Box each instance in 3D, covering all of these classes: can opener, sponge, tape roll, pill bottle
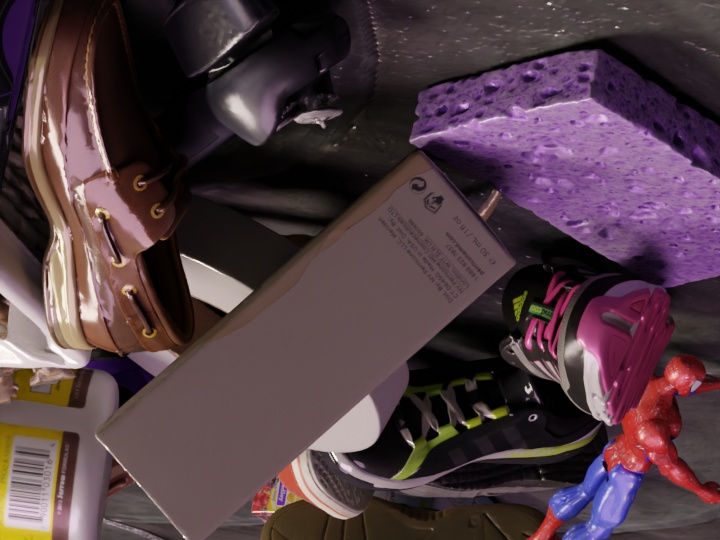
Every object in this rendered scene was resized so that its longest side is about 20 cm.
[{"bbox_3d":[-0.060,-0.080,1.069,0.063,0.079,0.200,-26,176,-24],"label":"can opener"},{"bbox_3d":[0.129,-0.044,1.105,0.111,0.030,0.200,-11,152,43],"label":"sponge"},{"bbox_3d":[-0.069,0.028,1.256,0.202,0.037,0.203,25,156,12],"label":"tape roll"},{"bbox_3d":[-0.242,0.098,1.328,0.199,0.110,0.109,8,159,-3],"label":"pill bottle"}]

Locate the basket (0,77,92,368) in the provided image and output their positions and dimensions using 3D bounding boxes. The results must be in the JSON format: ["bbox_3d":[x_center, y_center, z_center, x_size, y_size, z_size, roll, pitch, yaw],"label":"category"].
[{"bbox_3d":[-0.212,-0.044,1.111,0.135,0.124,0.200,2,159,17],"label":"basket"}]

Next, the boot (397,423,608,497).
[{"bbox_3d":[0.047,0.118,1.483,0.199,0.070,0.131,15,160,-34],"label":"boot"}]

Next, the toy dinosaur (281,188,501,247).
[{"bbox_3d":[0.000,0.000,1.233,0.199,0.058,0.101,-4,155,29],"label":"toy dinosaur"}]

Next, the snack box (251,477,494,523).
[{"bbox_3d":[0.027,0.187,1.713,0.142,0.053,0.200,-3,156,24],"label":"snack box"}]

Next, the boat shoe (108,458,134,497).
[{"bbox_3d":[-0.179,0.116,1.499,0.076,0.072,0.200,38,-164,19],"label":"boat shoe"}]

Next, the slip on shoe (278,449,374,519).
[{"bbox_3d":[-0.027,0.122,1.486,0.061,0.074,0.200,-7,177,6],"label":"slip on shoe"}]

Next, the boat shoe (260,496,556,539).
[{"bbox_3d":[0.035,0.192,1.571,0.200,0.072,0.066,-2,157,11],"label":"boat shoe"}]

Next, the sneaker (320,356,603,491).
[{"bbox_3d":[0.068,0.073,1.359,0.199,0.072,0.083,-7,153,-30],"label":"sneaker"}]

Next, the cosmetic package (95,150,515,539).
[{"bbox_3d":[-0.026,0.035,1.110,0.073,0.200,0.104,49,178,-2],"label":"cosmetic package"}]

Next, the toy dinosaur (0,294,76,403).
[{"bbox_3d":[-0.217,0.002,1.247,0.200,0.136,0.086,-22,167,35],"label":"toy dinosaur"}]

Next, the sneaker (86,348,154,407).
[{"bbox_3d":[-0.081,0.079,1.404,0.199,0.100,0.070,-2,157,18],"label":"sneaker"}]

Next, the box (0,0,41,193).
[{"bbox_3d":[-0.228,-0.117,0.928,0.199,0.123,0.106,12,160,-8],"label":"box"}]

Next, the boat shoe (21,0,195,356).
[{"bbox_3d":[-0.108,-0.044,1.059,0.067,0.072,0.201,9,131,12],"label":"boat shoe"}]

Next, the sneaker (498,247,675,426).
[{"bbox_3d":[0.110,0.030,1.210,0.087,0.074,0.200,24,-179,11],"label":"sneaker"}]

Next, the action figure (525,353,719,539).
[{"bbox_3d":[0.177,0.121,1.382,0.099,0.065,0.200,7,134,-16],"label":"action figure"}]
